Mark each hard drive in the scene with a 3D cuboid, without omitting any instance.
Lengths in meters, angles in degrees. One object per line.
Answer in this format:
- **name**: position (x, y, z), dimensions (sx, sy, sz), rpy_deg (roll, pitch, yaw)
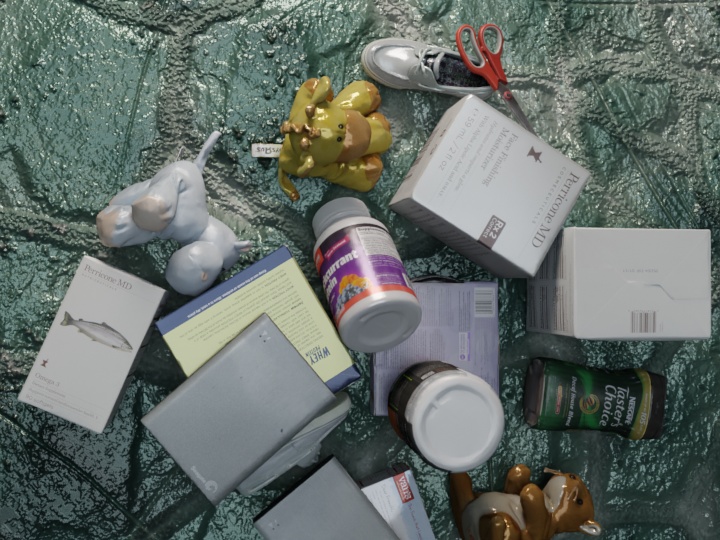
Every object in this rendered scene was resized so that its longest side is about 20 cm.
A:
- **hard drive**: position (-0.150, 0.171, 1.150), dimensions (0.200, 0.033, 0.140), rpy_deg (-41, 95, -5)
- **hard drive**: position (-0.030, 0.370, 1.248), dimensions (0.139, 0.033, 0.200), rpy_deg (-38, 94, -7)

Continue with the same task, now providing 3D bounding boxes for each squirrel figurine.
- **squirrel figurine**: position (0.240, 0.372, 1.313), dimensions (0.185, 0.141, 0.202), rpy_deg (-9, 104, -19)

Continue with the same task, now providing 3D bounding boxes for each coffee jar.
- **coffee jar**: position (0.341, 0.186, 1.339), dimensions (0.198, 0.085, 0.105), rpy_deg (7, 88, -9)

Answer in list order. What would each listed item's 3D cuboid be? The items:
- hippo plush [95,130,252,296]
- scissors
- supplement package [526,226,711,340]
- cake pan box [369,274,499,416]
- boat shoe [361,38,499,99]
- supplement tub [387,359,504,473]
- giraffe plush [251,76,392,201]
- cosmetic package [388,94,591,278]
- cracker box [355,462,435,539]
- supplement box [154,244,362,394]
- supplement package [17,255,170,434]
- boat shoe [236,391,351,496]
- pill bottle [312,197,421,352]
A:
- **hippo plush**: position (-0.246, -0.051, 1.251), dimensions (0.161, 0.159, 0.200), rpy_deg (56, 39, -21)
- **scissors**: position (0.191, -0.250, 1.289), dimensions (0.073, 0.014, 0.201), rpy_deg (-21, 92, -22)
- **supplement package**: position (0.348, 0.018, 1.286), dimensions (0.190, 0.200, 0.148), rpy_deg (1, 89, -8)
- **cake pan box**: position (0.104, 0.107, 1.324), dimensions (0.183, 0.052, 0.202), rpy_deg (-1, 89, -10)
- **boat shoe**: position (0.103, -0.290, 1.313), dimensions (0.199, 0.072, 0.071), rpy_deg (11, 87, -8)
- **supplement tub**: position (0.103, 0.181, 1.197), dimensions (0.122, 0.200, 0.124), rpy_deg (0, 91, -8)
- **giraffe plush**: position (-0.046, -0.185, 1.250), dimensions (0.199, 0.162, 0.174), rpy_deg (-17, 91, -9)
- **cosmetic package**: position (0.172, -0.109, 1.280), dimensions (0.199, 0.165, 0.166), rpy_deg (31, 86, -7)
- **cracker box**: position (-0.002, 0.370, 1.298), dimensions (0.199, 0.058, 0.135), rpy_deg (-19, 92, -7)
- **supplement box**: position (-0.136, 0.103, 1.245), dimensions (0.199, 0.134, 0.201), rpy_deg (-31, 93, -7)
- **supplement package**: position (-0.346, 0.095, 1.223), dimensions (0.116, 0.117, 0.201), rpy_deg (24, 85, -6)
- **boat shoe**: position (-0.094, 0.242, 1.289), dimensions (0.200, 0.070, 0.072), rpy_deg (-30, 110, -8)
- **pill bottle**: position (0.000, 0.000, 1.240), dimensions (0.111, 0.112, 0.201), rpy_deg (-15, 52, -8)
